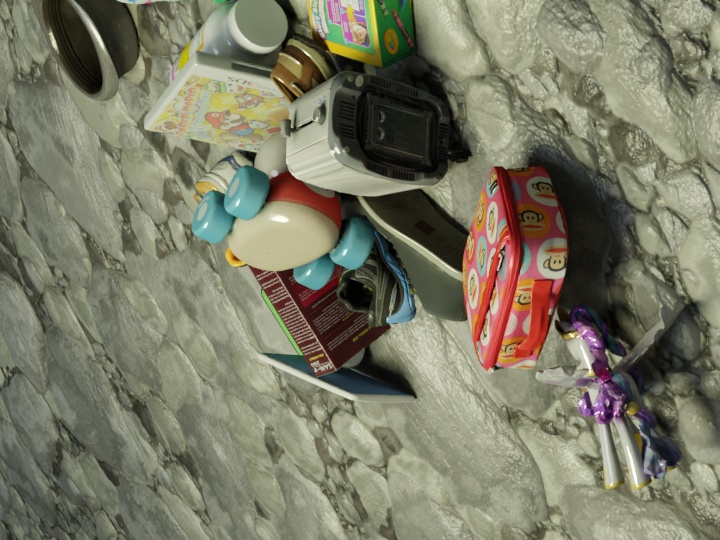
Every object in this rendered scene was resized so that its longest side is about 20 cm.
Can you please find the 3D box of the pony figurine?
[{"bbox_3d":[0.262,0.123,1.405,0.193,0.165,0.202,122,127,-80],"label":"pony figurine"}]

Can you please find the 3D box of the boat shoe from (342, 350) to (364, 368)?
[{"bbox_3d":[-0.065,0.048,1.862,0.066,0.070,0.201,-18,108,55],"label":"boat shoe"}]

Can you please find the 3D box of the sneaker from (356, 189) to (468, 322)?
[{"bbox_3d":[0.062,-0.023,1.627,0.200,0.074,0.107,42,144,24],"label":"sneaker"}]

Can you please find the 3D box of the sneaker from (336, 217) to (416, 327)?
[{"bbox_3d":[0.000,0.000,1.704,0.200,0.082,0.071,-125,24,-46],"label":"sneaker"}]

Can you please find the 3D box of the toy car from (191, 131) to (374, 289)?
[{"bbox_3d":[-0.082,-0.112,1.674,0.183,0.202,0.176,24,153,-24],"label":"toy car"}]

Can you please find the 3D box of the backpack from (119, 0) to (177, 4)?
[{"bbox_3d":[-0.261,-0.419,1.646,0.150,0.199,0.179,-32,87,38],"label":"backpack"}]

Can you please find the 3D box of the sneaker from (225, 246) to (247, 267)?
[{"bbox_3d":[-0.137,-0.073,1.861,0.078,0.077,0.201,45,143,24],"label":"sneaker"}]

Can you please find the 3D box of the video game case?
[{"bbox_3d":[-0.158,-0.207,1.707,0.200,0.180,0.023,-34,52,58],"label":"video game case"}]

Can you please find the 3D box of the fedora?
[{"bbox_3d":[-0.391,-0.352,1.976,0.176,0.090,0.202,8,128,53],"label":"fedora"}]

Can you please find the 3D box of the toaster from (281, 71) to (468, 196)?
[{"bbox_3d":[0.010,-0.147,1.520,0.129,0.198,0.115,-10,74,53],"label":"toaster"}]

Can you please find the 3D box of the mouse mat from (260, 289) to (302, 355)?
[{"bbox_3d":[-0.069,0.063,1.940,0.162,0.007,0.200,57,147,4],"label":"mouse mat"}]

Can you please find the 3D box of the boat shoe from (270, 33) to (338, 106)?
[{"bbox_3d":[-0.051,-0.188,1.607,0.075,0.074,0.201,27,158,44],"label":"boat shoe"}]

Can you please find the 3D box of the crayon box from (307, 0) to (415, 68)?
[{"bbox_3d":[-0.007,-0.335,1.491,0.118,0.058,0.202,26,134,42],"label":"crayon box"}]

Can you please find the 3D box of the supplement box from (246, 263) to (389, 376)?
[{"bbox_3d":[-0.061,0.026,1.791,0.201,0.108,0.061,59,147,-5],"label":"supplement box"}]

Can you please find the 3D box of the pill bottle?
[{"bbox_3d":[-0.164,-0.272,1.714,0.105,0.104,0.200,59,148,1],"label":"pill bottle"}]

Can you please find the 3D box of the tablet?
[{"bbox_3d":[-0.035,0.147,1.854,0.199,0.129,0.014,20,99,43],"label":"tablet"}]

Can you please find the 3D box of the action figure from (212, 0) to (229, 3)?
[{"bbox_3d":[-0.144,-0.369,1.625,0.055,0.118,0.200,51,158,-2],"label":"action figure"}]

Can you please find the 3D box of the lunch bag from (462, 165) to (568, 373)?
[{"bbox_3d":[0.166,0.009,1.432,0.201,0.081,0.177,99,168,-45],"label":"lunch bag"}]

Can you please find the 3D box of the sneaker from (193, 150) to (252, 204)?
[{"bbox_3d":[-0.182,-0.113,1.904,0.075,0.088,0.200,43,170,-3],"label":"sneaker"}]
